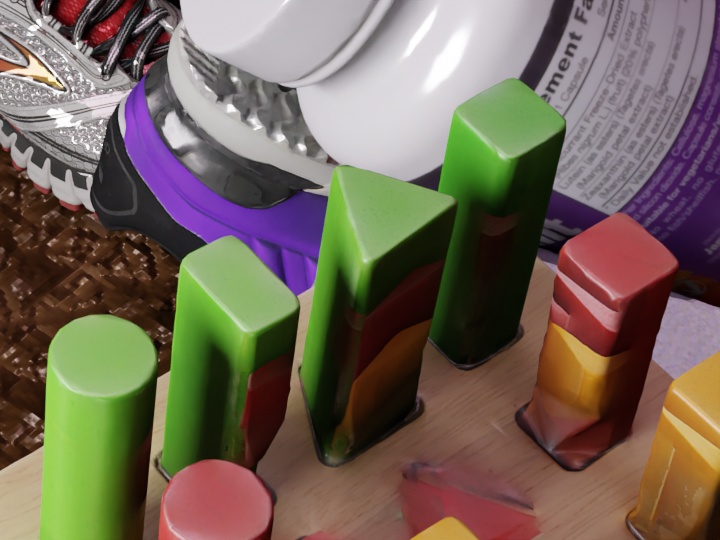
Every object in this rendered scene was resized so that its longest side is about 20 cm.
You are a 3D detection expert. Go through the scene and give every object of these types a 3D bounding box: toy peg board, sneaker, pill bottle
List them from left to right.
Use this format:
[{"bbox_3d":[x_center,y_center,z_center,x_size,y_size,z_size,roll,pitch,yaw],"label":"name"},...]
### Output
[{"bbox_3d":[-0.108,-0.084,0.951,0.199,0.082,0.078,27,50,16],"label":"sneaker"},{"bbox_3d":[0.000,0.000,0.896,0.200,0.100,0.070,33,34,-18],"label":"sneaker"},{"bbox_3d":[0.025,0.063,0.669,0.199,0.098,0.199,-31,59,-30],"label":"toy peg board"},{"bbox_3d":[0.051,-0.066,0.825,0.199,0.111,0.112,23,39,-30],"label":"pill bottle"}]

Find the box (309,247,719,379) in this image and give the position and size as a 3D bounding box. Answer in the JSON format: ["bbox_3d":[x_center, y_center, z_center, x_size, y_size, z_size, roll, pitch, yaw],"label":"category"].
[{"bbox_3d":[0.022,0.096,0.781,0.131,0.115,0.200,18,48,9],"label":"box"}]
